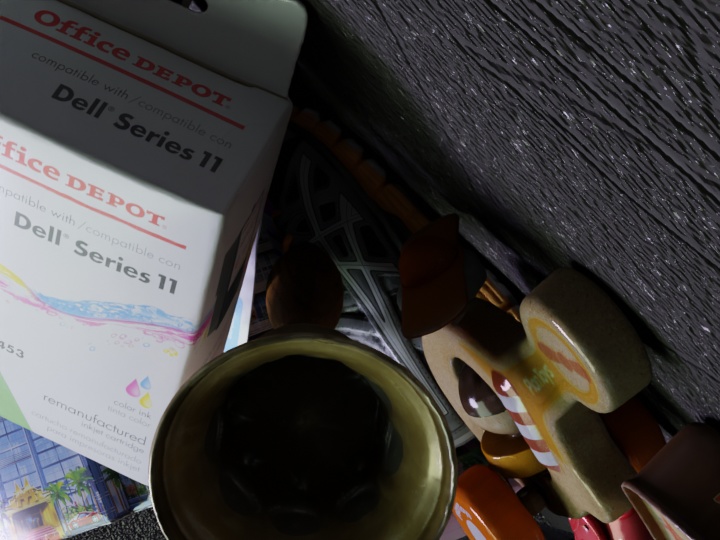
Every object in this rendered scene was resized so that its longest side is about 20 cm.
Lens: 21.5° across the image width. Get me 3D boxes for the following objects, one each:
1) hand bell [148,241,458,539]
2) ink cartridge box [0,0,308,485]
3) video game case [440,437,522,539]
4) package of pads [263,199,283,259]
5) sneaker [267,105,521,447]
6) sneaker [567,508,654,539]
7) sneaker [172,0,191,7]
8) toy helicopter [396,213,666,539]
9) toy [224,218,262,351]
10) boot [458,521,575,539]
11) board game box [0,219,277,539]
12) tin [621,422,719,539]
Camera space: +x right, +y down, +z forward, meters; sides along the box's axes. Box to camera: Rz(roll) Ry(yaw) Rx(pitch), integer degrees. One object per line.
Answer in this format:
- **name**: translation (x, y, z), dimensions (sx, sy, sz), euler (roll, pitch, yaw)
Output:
- **hand bell**: translation (-0.020, 0.031, 0.719), dimensions (0.104, 0.104, 0.200), euler (46, -165, -17)
- **ink cartridge box**: translation (-0.097, -0.025, 0.676), dimensions (0.116, 0.068, 0.201), euler (24, 137, 5)
- **video game case**: translation (-0.001, 0.070, 0.942), dimensions (0.182, 0.199, 0.023), euler (43, 137, 39)
- **package of pads**: translation (-0.068, -0.010, 0.933), dimensions (0.199, 0.120, 0.076), euler (35, 133, 19)
- **sneaker**: translation (0.000, 0.000, 0.838), dimensions (0.200, 0.077, 0.078), euler (46, 180, 35)
- **sneaker**: translation (0.123, 0.158, 0.815), dimensions (0.116, 0.078, 0.201), euler (56, -168, -53)
- **sneaker**: translation (-0.153, -0.146, 0.707), dimensions (0.200, 0.071, 0.099), euler (40, -151, -11)
- **toy helicopter**: translation (0.058, 0.030, 0.673), dimensions (0.133, 0.079, 0.200), euler (54, 168, 7)
- **toy**: translation (-0.135, -0.037, 0.775), dimensions (0.199, 0.116, 0.047), euler (23, -147, 22)
- **boot**: translation (0.105, 0.159, 0.985), dimensions (0.199, 0.073, 0.182), euler (24, 169, 20)
- **board game box**: translation (-0.131, 0.013, 0.861), dimensions (0.061, 0.199, 0.202), euler (-20, -92, -54)
- **tin**: translation (0.149, 0.114, 0.665), dimensions (0.112, 0.042, 0.200), euler (40, 175, 26)
